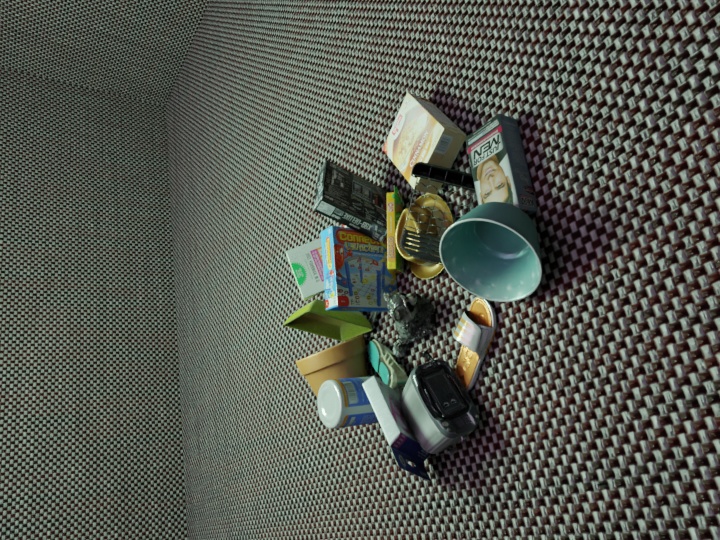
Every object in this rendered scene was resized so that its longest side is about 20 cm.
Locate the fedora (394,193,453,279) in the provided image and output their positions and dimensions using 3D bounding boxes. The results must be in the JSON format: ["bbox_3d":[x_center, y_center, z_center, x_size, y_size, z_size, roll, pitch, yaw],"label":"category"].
[{"bbox_3d":[0.137,-0.083,1.292,0.199,0.080,0.207,-10,78,55],"label":"fedora"}]

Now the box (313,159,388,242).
[{"bbox_3d":[-0.019,-0.179,1.397,0.050,0.196,0.160,-49,27,38],"label":"box"}]

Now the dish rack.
[{"bbox_3d":[0.167,-0.119,1.199,0.149,0.054,0.206,15,93,10],"label":"dish rack"}]

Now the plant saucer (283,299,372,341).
[{"bbox_3d":[-0.089,0.134,1.503,0.199,0.196,0.049,-30,46,58],"label":"plant saucer"}]

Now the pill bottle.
[{"bbox_3d":[0.001,0.321,1.350,0.111,0.196,0.116,-7,81,52],"label":"pill bottle"}]

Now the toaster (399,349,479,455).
[{"bbox_3d":[0.158,0.290,1.178,0.202,0.111,0.131,58,146,30],"label":"toaster"}]

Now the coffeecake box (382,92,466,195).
[{"bbox_3d":[0.146,-0.303,1.301,0.156,0.071,0.202,-64,35,29],"label":"coffeecake box"}]

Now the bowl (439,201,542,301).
[{"bbox_3d":[0.259,-0.049,1.044,0.199,0.201,0.106,-30,20,50],"label":"bowl"}]

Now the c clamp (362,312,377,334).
[{"bbox_3d":[0.008,0.063,1.519,0.172,0.026,0.204,-52,46,39],"label":"c clamp"}]

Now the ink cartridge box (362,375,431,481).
[{"bbox_3d":[0.095,0.354,1.225,0.043,0.196,0.202,-35,52,8],"label":"ink cartridge box"}]

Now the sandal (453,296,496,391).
[{"bbox_3d":[0.227,0.160,1.154,0.079,0.058,0.213,28,110,52],"label":"sandal"}]

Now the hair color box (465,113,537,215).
[{"bbox_3d":[0.282,-0.197,1.109,0.098,0.059,0.206,-29,64,51],"label":"hair color box"}]

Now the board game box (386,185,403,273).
[{"bbox_3d":[0.088,-0.101,1.366,0.029,0.095,0.207,0,84,17],"label":"board game box"}]

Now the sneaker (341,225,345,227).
[{"bbox_3d":[-0.045,-0.058,1.562,0.202,0.076,0.083,-61,37,33],"label":"sneaker"}]

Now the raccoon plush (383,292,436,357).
[{"bbox_3d":[0.093,0.135,1.290,0.097,0.131,0.205,43,121,47],"label":"raccoon plush"}]

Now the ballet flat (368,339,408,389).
[{"bbox_3d":[0.070,0.238,1.378,0.201,0.061,0.069,-122,38,-64],"label":"ballet flat"}]

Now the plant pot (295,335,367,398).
[{"bbox_3d":[-0.062,0.276,1.477,0.199,0.197,0.144,-27,81,51],"label":"plant pot"}]

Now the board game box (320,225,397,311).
[{"bbox_3d":[0.000,0.000,1.388,0.055,0.196,0.202,-20,71,51],"label":"board game box"}]

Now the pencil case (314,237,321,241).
[{"bbox_3d":[-0.080,0.004,1.520,0.087,0.086,0.204,-33,82,49],"label":"pencil case"}]

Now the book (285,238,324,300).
[{"bbox_3d":[-0.085,-0.021,1.459,0.048,0.196,0.137,126,122,-76],"label":"book"}]
